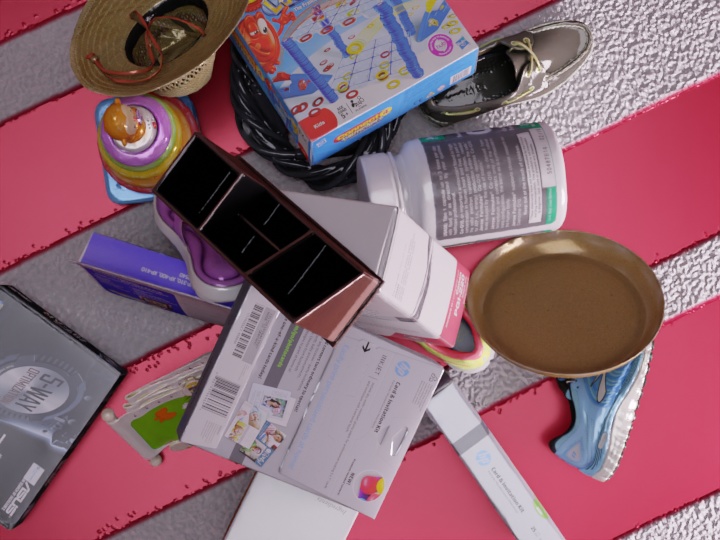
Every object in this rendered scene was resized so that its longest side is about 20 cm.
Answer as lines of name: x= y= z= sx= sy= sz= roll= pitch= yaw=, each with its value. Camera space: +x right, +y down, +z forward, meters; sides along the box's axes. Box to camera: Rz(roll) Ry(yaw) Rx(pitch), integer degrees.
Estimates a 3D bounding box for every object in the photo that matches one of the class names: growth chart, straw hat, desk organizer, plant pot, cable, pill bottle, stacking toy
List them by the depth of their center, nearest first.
desk organizer: x=-0.081 y=-0.029 z=1.100 sx=0.200 sy=0.077 sz=0.072 roll=41 pitch=95 yaw=28
straw hat: x=-0.182 y=-0.220 z=1.264 sx=0.199 sy=0.085 sz=0.203 roll=-11 pitch=52 yaw=14
stacking toy: x=-0.220 y=-0.136 z=1.279 sx=0.109 sy=0.200 sz=0.117 roll=-9 pitch=87 yaw=0
growth chart: x=-0.158 y=0.130 z=1.304 sx=0.199 sy=0.145 sz=0.018 roll=-29 pitch=53 yaw=11
plant pot: x=0.206 y=0.036 z=1.312 sx=0.198 sy=0.028 sz=0.201 roll=-2 pitch=46 yaw=2
pill bottle: x=0.101 y=-0.083 z=1.316 sx=0.198 sy=0.113 sz=0.114 roll=-9 pitch=89 yaw=-6
cable: x=-0.054 y=-0.181 z=1.363 sx=0.199 sy=0.051 sz=0.164 roll=30 pitch=95 yaw=0

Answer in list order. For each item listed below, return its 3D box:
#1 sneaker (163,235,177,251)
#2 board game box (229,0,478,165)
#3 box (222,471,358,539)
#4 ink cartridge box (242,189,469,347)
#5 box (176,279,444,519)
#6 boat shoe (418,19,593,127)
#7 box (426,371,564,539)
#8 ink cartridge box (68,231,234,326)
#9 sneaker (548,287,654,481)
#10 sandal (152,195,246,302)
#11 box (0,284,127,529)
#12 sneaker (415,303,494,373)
sneaker: x=-0.118 y=-0.015 z=1.327 sx=0.198 sy=0.099 sz=0.079 roll=19 pitch=93 yaw=1
board game box: x=-0.016 y=-0.240 z=1.305 sx=0.199 sy=0.056 sz=0.197 roll=-31 pitch=74 yaw=-10
box: x=-0.054 y=0.216 z=1.298 sx=0.106 sy=0.152 sz=0.201 roll=27 pitch=88 yaw=-1
ink cartridge box: x=0.000 y=0.000 z=1.212 sx=0.144 sy=0.200 sz=0.086 roll=9 pitch=79 yaw=26
box: x=-0.045 y=0.116 z=1.174 sx=0.199 sy=0.041 sz=0.157 roll=24 pitch=94 yaw=-15
boat shoe: x=0.155 y=-0.208 z=1.352 sx=0.200 sy=0.060 sz=0.073 roll=-24 pitch=88 yaw=-1
box: x=0.129 y=0.195 z=1.290 sx=0.041 sy=0.156 sz=0.201 roll=-34 pitch=89 yaw=1
ink cartridge box: x=-0.171 y=0.016 z=1.275 sx=0.196 sy=0.200 sz=0.044 roll=17 pitch=82 yaw=1
sneaker: x=0.249 y=0.111 z=1.340 sx=0.089 sy=0.078 sz=0.202 roll=17 pitch=83 yaw=12
sandal: x=-0.142 y=-0.043 z=1.234 sx=0.082 sy=0.203 sz=0.050 roll=-8 pitch=127 yaw=-22
box: x=-0.365 y=0.141 z=1.352 sx=0.160 sy=0.044 sz=0.201 roll=36 pitch=89 yaw=1
sneaker: x=0.059 y=0.030 z=1.332 sx=0.199 sy=0.090 sz=0.078 roll=35 pitch=91 yaw=4
